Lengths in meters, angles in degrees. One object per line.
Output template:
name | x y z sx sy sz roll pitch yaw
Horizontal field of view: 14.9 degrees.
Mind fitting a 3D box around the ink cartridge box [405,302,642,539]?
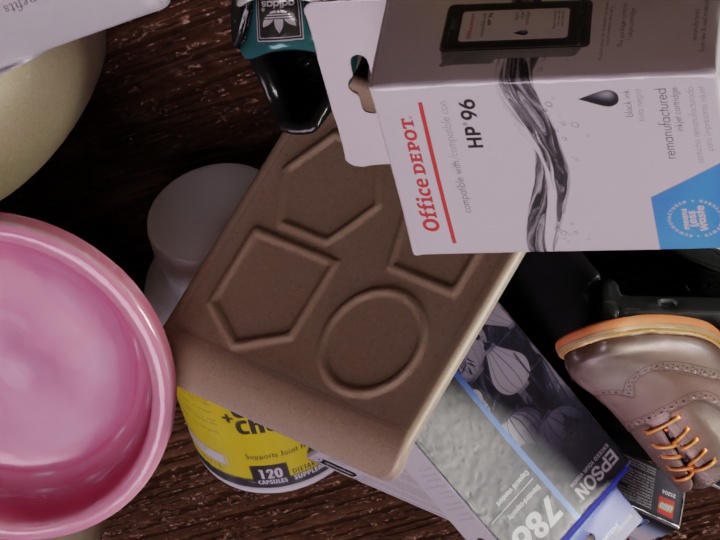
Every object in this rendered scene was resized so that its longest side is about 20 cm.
ink cartridge box | 0.080 0.099 1.550 0.200 0.099 0.039 50 154 -13

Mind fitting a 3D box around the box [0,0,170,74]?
box | -0.186 -0.205 1.354 0.199 0.200 0.131 -16 129 28

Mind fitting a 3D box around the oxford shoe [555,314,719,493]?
oxford shoe | 0.180 0.078 1.517 0.071 0.073 0.200 -25 147 34

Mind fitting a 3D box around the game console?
game console | 0.137 0.023 1.611 0.175 0.117 0.200 1 153 -12

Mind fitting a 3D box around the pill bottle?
pill bottle | -0.067 0.034 1.657 0.112 0.112 0.200 -1 137 14

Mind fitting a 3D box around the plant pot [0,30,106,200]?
plant pot | -0.253 -0.099 1.537 0.200 0.135 0.201 6 138 5

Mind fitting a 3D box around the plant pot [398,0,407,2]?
plant pot | 0.130 -0.188 1.319 0.199 0.177 0.200 10 138 0

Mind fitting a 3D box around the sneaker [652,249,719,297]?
sneaker | 0.202 0.008 1.607 0.199 0.060 0.104 24 134 -17

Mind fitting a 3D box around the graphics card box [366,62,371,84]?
graphics card box | 0.106 -0.140 1.467 0.199 0.051 0.126 10 145 3

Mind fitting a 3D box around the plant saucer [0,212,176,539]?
plant saucer | -0.197 0.054 1.536 0.200 0.051 0.201 4 117 9

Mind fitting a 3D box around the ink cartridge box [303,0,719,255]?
ink cartridge box | 0.075 -0.069 1.280 0.199 0.068 0.116 -1 137 15

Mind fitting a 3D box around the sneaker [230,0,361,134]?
sneaker | -0.035 -0.160 1.457 0.071 0.080 0.200 -1 134 14

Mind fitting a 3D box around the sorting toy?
sorting toy | 0.000 0.000 1.508 0.185 0.200 0.036 22 169 37

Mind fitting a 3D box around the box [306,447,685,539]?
box | 0.081 0.118 1.632 0.200 0.035 0.110 25 148 -22

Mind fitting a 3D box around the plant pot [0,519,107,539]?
plant pot | -0.224 0.114 1.676 0.199 0.174 0.200 2 175 0
